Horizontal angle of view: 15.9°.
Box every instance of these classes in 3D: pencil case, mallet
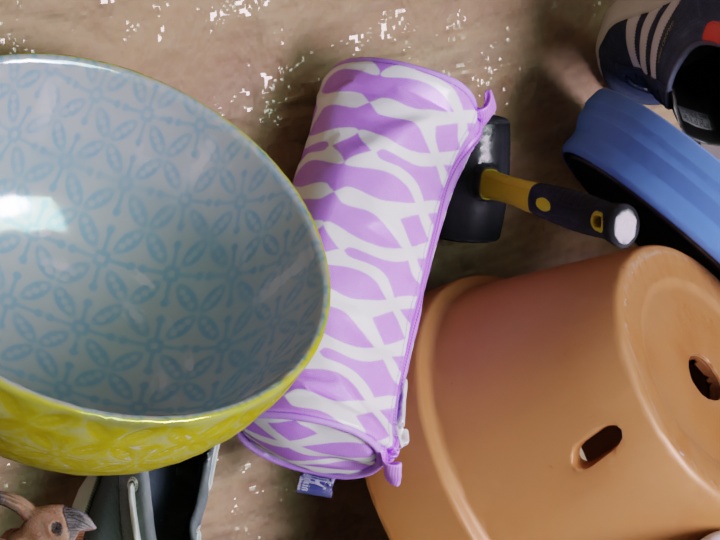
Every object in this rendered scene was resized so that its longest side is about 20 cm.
[{"bbox_3d":[0.000,0.000,1.195,0.084,0.085,0.200,63,38,-65],"label":"pencil case"},{"bbox_3d":[0.082,-0.045,1.217,0.041,0.200,0.066,1,91,-21],"label":"mallet"}]

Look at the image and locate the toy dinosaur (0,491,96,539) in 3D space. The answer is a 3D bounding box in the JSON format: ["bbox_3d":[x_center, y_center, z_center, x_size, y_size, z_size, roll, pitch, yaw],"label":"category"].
[{"bbox_3d":[-0.193,0.181,1.078,0.200,0.086,0.136,-29,106,-18],"label":"toy dinosaur"}]

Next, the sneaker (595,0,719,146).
[{"bbox_3d":[0.167,-0.098,1.288,0.075,0.200,0.085,11,76,-11],"label":"sneaker"}]

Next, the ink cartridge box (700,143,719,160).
[{"bbox_3d":[0.288,-0.072,1.473,0.200,0.083,0.147,19,83,-43],"label":"ink cartridge box"}]

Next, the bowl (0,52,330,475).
[{"bbox_3d":[-0.123,0.017,1.074,0.200,0.200,0.108,-19,150,-39],"label":"bowl"}]

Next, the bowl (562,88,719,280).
[{"bbox_3d":[0.183,-0.012,1.316,0.039,0.201,0.201,-48,128,-1],"label":"bowl"}]

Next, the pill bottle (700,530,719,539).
[{"bbox_3d":[0.144,0.224,1.199,0.113,0.113,0.200,3,135,-43],"label":"pill bottle"}]

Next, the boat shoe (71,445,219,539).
[{"bbox_3d":[-0.080,0.069,1.147,0.073,0.062,0.200,37,55,-39],"label":"boat shoe"}]

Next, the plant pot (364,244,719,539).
[{"bbox_3d":[0.113,0.077,1.241,0.200,0.140,0.200,32,42,-34],"label":"plant pot"}]
